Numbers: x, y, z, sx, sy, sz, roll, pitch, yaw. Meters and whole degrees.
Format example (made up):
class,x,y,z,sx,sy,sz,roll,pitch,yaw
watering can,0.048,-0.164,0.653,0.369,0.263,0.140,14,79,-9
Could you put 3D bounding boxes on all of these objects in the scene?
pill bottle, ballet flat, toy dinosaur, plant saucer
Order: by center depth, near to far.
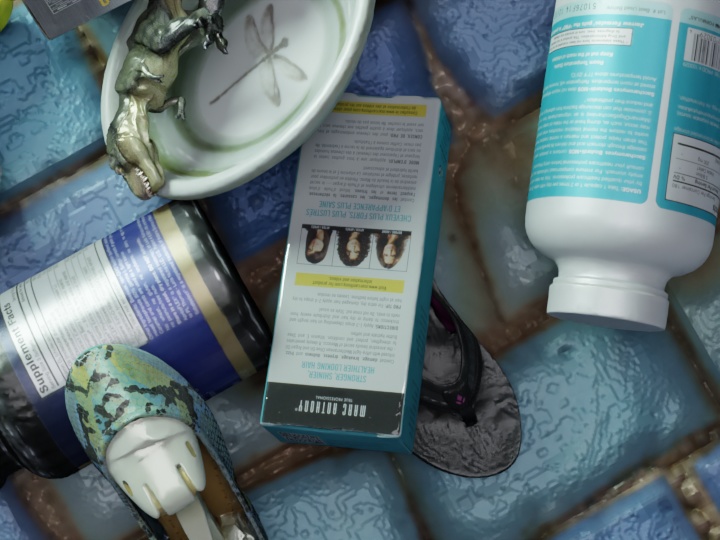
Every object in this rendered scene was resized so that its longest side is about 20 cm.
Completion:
class,x,y,z,sx,sy,sz,roll,pitch,yaw
ballet flat,-0.097,0.124,1.007,0.074,0.074,0.200,-33,127,-3
toy dinosaur,-0.101,-0.141,1.041,0.088,0.047,0.201,-16,53,40
pill bottle,-0.158,0.050,1.048,0.199,0.112,0.112,-29,85,-2
pill bottle,0.156,-0.069,1.056,0.110,0.111,0.201,9,84,2
plant saucer,-0.063,-0.124,1.064,0.199,0.050,0.201,-20,54,30

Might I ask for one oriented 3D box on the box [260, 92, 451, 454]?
class,x,y,z,sx,sy,sz,roll,pitch,yaw
box,0.000,0.000,1.048,0.082,0.049,0.201,4,74,13

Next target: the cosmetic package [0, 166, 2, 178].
class,x,y,z,sx,sy,sz,roll,pitch,yaw
cosmetic package,-0.292,-0.095,1.021,0.107,0.085,0.201,-20,125,7

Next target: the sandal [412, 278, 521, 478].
class,x,y,z,sx,sy,sz,roll,pitch,yaw
sandal,0.028,0.035,1.078,0.075,0.048,0.201,-29,84,-3

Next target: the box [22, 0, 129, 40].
class,x,y,z,sx,sy,sz,roll,pitch,yaw
box,-0.119,-0.240,1.061,0.199,0.048,0.159,-27,50,3

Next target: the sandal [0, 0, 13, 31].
class,x,y,z,sx,sy,sz,roll,pitch,yaw
sandal,-0.308,-0.156,1.090,0.199,0.080,0.088,-12,81,-2
